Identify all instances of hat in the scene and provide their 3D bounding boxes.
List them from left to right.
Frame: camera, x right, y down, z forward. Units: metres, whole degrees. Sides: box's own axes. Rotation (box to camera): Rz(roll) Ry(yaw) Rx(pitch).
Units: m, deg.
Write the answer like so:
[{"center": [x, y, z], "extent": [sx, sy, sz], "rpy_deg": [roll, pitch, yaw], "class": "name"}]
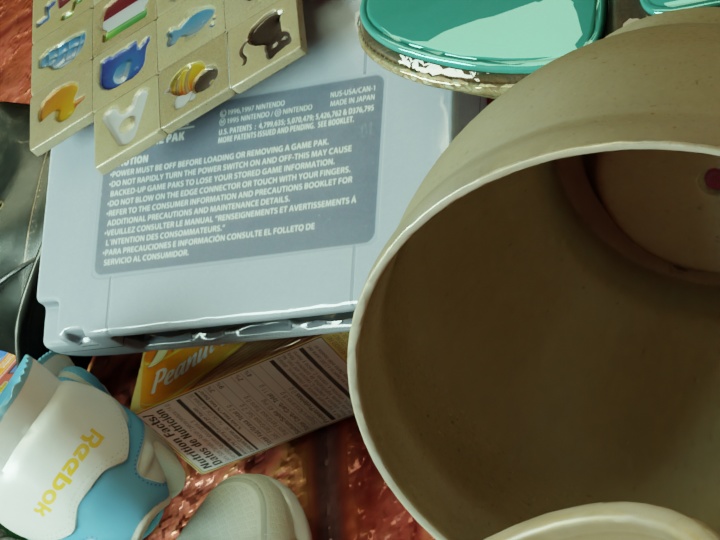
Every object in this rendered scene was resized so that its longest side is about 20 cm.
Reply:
[{"center": [-0.156, -0.023, 1.045], "extent": [0.081, 0.201, 0.201], "rpy_deg": [15, 55, 5], "class": "hat"}]

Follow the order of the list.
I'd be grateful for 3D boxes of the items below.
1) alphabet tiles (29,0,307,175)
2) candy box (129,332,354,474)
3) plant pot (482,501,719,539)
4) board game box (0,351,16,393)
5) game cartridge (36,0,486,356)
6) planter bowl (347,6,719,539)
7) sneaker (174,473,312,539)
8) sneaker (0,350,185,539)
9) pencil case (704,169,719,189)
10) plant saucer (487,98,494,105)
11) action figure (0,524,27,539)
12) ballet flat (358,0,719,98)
[{"center": [-0.069, -0.130, 0.924], "extent": [0.166, 0.006, 0.200], "rpy_deg": [-29, 42, 21], "class": "alphabet tiles"}, {"center": [0.000, 0.000, 0.962], "extent": [0.200, 0.055, 0.116], "rpy_deg": [-24, 38, 31], "class": "candy box"}, {"center": [0.057, 0.173, 0.656], "extent": [0.201, 0.093, 0.201], "rpy_deg": [-34, 27, 20], "class": "plant pot"}, {"center": [-0.148, -0.015, 1.186], "extent": [0.200, 0.019, 0.103], "rpy_deg": [-50, 31, -7], "class": "board game box"}, {"center": [-0.039, -0.040, 0.885], "extent": [0.199, 0.042, 0.134], "rpy_deg": [-6, 68, 34], "class": "game cartridge"}, {"center": [0.108, 0.002, 0.718], "extent": [0.200, 0.200, 0.135], "rpy_deg": [-23, 29, 32], "class": "planter bowl"}, {"center": [-0.084, 0.156, 0.863], "extent": [0.075, 0.081, 0.200], "rpy_deg": [-6, 47, 48], "class": "sneaker"}, {"center": [-0.118, 0.082, 0.917], "extent": [0.077, 0.081, 0.200], "rpy_deg": [-54, 3, -3], "class": "sneaker"}, {"center": [0.169, -0.084, 0.839], "extent": [0.200, 0.083, 0.087], "rpy_deg": [-47, 19, -2], "class": "pencil case"}, {"center": [0.038, -0.122, 0.900], "extent": [0.200, 0.037, 0.200], "rpy_deg": [-44, 55, 15], "class": "plant saucer"}, {"center": [-0.193, 0.132, 1.043], "extent": [0.118, 0.055, 0.200], "rpy_deg": [-55, 30, -16], "class": "action figure"}, {"center": [0.097, -0.084, 0.787], "extent": [0.199, 0.065, 0.071], "rpy_deg": [-3, 61, 27], "class": "ballet flat"}]
